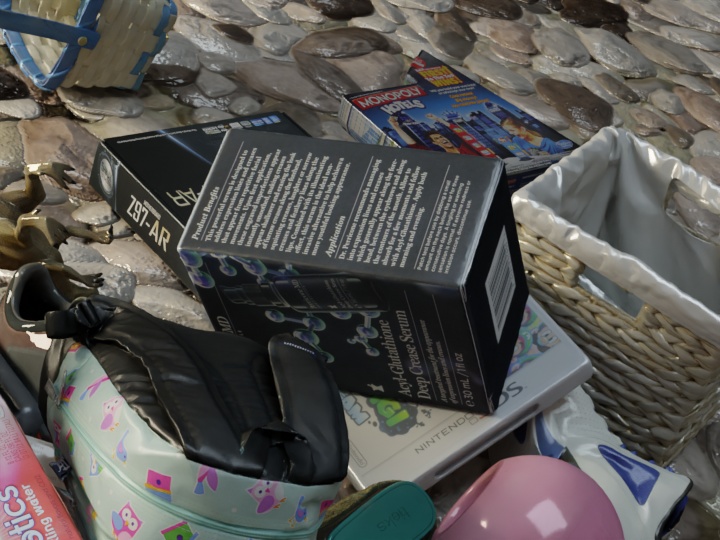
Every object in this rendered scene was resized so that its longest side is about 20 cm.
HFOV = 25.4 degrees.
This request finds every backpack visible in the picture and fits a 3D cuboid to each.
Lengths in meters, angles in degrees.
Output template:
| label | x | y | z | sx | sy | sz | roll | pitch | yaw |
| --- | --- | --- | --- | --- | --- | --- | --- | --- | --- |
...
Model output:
| label | x | y | z | sx | sy | sz | roll | pitch | yaw |
| --- | --- | --- | --- | --- | --- | --- | --- | --- | --- |
| backpack | -0.085 | 0.104 | 0.862 | 0.165 | 0.128 | 0.200 | 7 | 17 | -25 |

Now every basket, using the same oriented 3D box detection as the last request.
| label | x | y | z | sx | sy | sz | roll | pitch | yaw |
| --- | --- | --- | --- | --- | --- | --- | --- | --- | --- |
| basket | 0.214 | 0.020 | 1.246 | 0.197 | 0.162 | 0.200 | 33 | 35 | 18 |
| basket | -0.273 | -0.244 | 1.373 | 0.199 | 0.140 | 0.177 | 5 | 36 | -41 |

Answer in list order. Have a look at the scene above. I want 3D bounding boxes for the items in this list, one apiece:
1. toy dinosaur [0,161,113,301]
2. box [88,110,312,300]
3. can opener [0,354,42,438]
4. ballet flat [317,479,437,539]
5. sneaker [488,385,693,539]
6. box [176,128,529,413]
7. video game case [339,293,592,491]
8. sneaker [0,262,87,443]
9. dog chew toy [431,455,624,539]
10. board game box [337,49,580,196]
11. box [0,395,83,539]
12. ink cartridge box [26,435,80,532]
| label | x | y | z | sx | sy | sz | roll | pitch | yaw |
| --- | --- | --- | --- | --- | --- | --- | --- | --- | --- |
| toy dinosaur | -0.235 | -0.033 | 1.074 | 0.200 | 0.100 | 0.059 | 50 | 41 | -31 |
| box | -0.094 | -0.058 | 1.294 | 0.199 | 0.044 | 0.160 | -14 | 46 | -42 |
| can opener | -0.260 | 0.032 | 1.035 | 0.053 | 0.067 | 0.200 | 16 | 20 | -46 |
| ballet flat | -0.033 | 0.186 | 0.956 | 0.071 | 0.071 | 0.199 | 39 | 39 | 26 |
| sneaker | 0.165 | 0.145 | 1.126 | 0.114 | 0.081 | 0.201 | 10 | 41 | -23 |
| box | 0.000 | 0.000 | 1.076 | 0.198 | 0.149 | 0.108 | 8 | 56 | 20 |
| video game case | 0.034 | 0.054 | 1.136 | 0.181 | 0.024 | 0.200 | -32 | 52 | -11 |
| sneaker | -0.179 | 0.069 | 1.026 | 0.077 | 0.082 | 0.200 | -17 | 48 | -44 |
| dog chew toy | 0.137 | 0.208 | 0.969 | 0.200 | 0.125 | 0.125 | 43 | 35 | 2 |
| board game box | 0.077 | -0.122 | 1.468 | 0.199 | 0.062 | 0.200 | -14 | 45 | -42 |
| box | -0.190 | 0.178 | 0.809 | 0.102 | 0.095 | 0.201 | -19 | 59 | -32 |
| ink cartridge box | -0.179 | 0.193 | 0.897 | 0.159 | 0.050 | 0.201 | 19 | 49 | -4 |
